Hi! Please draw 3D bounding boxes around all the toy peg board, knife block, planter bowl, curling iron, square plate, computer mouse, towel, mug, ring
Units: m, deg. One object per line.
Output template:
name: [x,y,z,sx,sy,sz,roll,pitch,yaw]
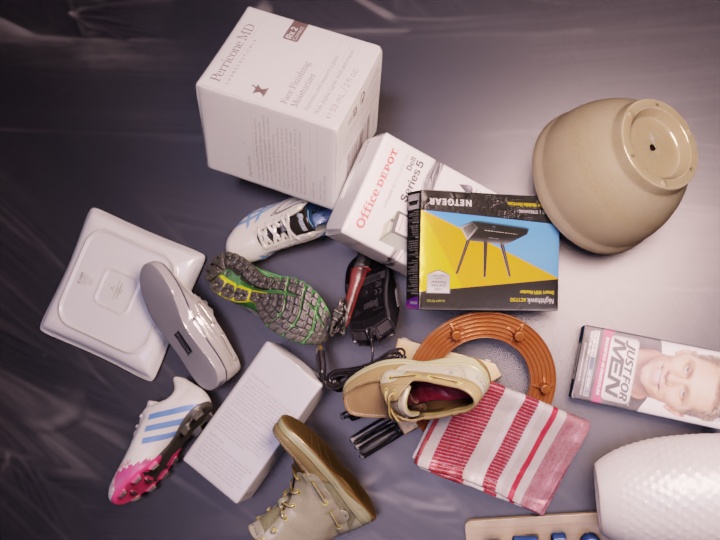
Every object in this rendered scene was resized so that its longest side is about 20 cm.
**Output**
toy peg board: [0.241,0.423,1.239,0.198,0.098,0.201,-6,83,8]
knife block: [0.078,0.187,1.307,0.199,0.064,0.177,14,87,10]
planter bowl: [0.336,-0.136,1.220,0.199,0.135,0.202,8,71,-22]
curling iron: [0.000,0.000,1.312,0.025,0.050,0.201,20,66,4]
square plate: [-0.353,0.032,1.410,0.197,0.028,0.201,22,87,10]
computer mouse: [-0.002,0.076,1.326,0.140,0.046,0.201,-26,52,22]
towel: [0.184,0.226,1.258,0.199,0.023,0.145,23,101,-10]
mug: [0.386,0.307,1.199,0.174,0.148,0.202,-4,72,10]
ring: [0.159,0.151,1.256,0.199,0.019,0.202,-1,105,-6]

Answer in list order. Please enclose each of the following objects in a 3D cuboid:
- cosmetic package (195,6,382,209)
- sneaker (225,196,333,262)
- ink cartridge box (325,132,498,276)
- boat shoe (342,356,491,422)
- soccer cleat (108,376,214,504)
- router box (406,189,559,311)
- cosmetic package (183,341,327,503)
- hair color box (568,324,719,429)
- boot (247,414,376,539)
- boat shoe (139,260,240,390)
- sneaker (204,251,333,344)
cosmetic package: [-0.093,-0.218,1.300,0.199,0.165,0.165,19,57,10]
sneaker: [-0.102,-0.065,1.355,0.199,0.072,0.072,-23,96,6]
ink cartridge box: [0.075,-0.071,1.282,0.199,0.084,0.146,26,83,-16]
boat shoe: [0.061,0.154,1.205,0.199,0.066,0.074,-14,112,24]
soccer cleat: [-0.292,0.239,1.365,0.200,0.070,0.086,-47,63,-1]
router box: [0.158,-0.023,1.236,0.199,0.051,0.150,1,90,-20]
cosmetic package: [-0.142,0.209,1.335,0.101,0.071,0.201,36,91,12]
hair color box: [0.383,0.139,1.266,0.198,0.061,0.101,11,86,9]
boot: [-0.093,0.302,1.290,0.154,0.072,0.200,-35,112,7]
boat shoe: [-0.238,0.070,1.363,0.072,0.066,0.201,-40,83,40]
sneaker: [-0.117,0.039,1.340,0.199,0.085,0.078,31,86,20]
